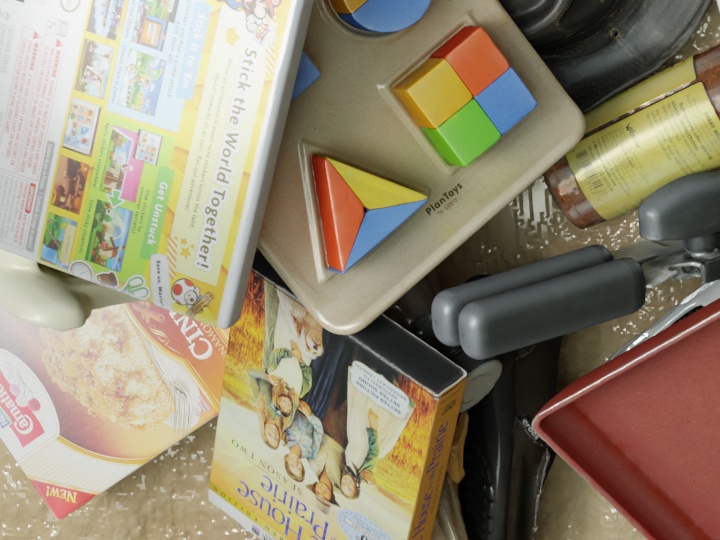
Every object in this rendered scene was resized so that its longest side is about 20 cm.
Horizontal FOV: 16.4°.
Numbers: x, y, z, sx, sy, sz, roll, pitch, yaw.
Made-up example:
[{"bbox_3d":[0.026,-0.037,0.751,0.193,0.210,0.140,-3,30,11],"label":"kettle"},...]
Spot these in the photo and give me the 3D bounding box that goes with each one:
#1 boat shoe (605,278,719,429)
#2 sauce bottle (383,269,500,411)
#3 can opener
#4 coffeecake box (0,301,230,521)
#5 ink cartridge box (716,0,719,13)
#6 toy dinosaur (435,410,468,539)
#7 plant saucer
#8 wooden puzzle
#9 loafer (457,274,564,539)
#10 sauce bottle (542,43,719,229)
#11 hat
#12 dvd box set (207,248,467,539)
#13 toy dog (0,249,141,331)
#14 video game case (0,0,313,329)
[{"bbox_3d":[0.212,0.028,1.412,0.200,0.069,0.072,-31,92,21],"label":"boat shoe"},{"bbox_3d":[0.000,0.000,1.416,0.200,0.065,0.065,48,112,25],"label":"sauce bottle"},{"bbox_3d":[0.129,-0.004,1.371,0.053,0.200,0.067,24,129,56],"label":"can opener"},{"bbox_3d":[-0.141,0.032,1.519,0.200,0.073,0.154,-35,91,21],"label":"coffeecake box"},{"bbox_3d":[0.238,-0.185,1.322,0.116,0.068,0.200,-14,79,12],"label":"ink cartridge box"},{"bbox_3d":[0.043,0.119,1.454,0.060,0.106,0.200,-22,65,-1],"label":"toy dinosaur"},{"bbox_3d":[0.227,0.080,1.393,0.200,0.037,0.200,-32,127,20],"label":"plant saucer"},{"bbox_3d":[-0.001,-0.095,1.314,0.185,0.046,0.200,-41,101,-8],"label":"wooden puzzle"},{"bbox_3d":[0.096,0.096,1.459,0.071,0.073,0.200,-8,117,-19],"label":"loafer"},{"bbox_3d":[0.197,-0.090,1.393,0.200,0.066,0.066,-25,94,21],"label":"sauce bottle"},{"bbox_3d":[0.098,-0.179,1.377,0.200,0.081,0.201,0,90,14],"label":"hat"},{"bbox_3d":[-0.018,0.095,1.413,0.146,0.029,0.200,35,138,23],"label":"dvd box set"},{"bbox_3d":[-0.146,-0.093,1.395,0.194,0.139,0.200,35,119,45],"label":"toy dog"},{"bbox_3d":[-0.126,-0.090,1.279,0.182,0.023,0.200,19,110,14],"label":"video game case"}]
